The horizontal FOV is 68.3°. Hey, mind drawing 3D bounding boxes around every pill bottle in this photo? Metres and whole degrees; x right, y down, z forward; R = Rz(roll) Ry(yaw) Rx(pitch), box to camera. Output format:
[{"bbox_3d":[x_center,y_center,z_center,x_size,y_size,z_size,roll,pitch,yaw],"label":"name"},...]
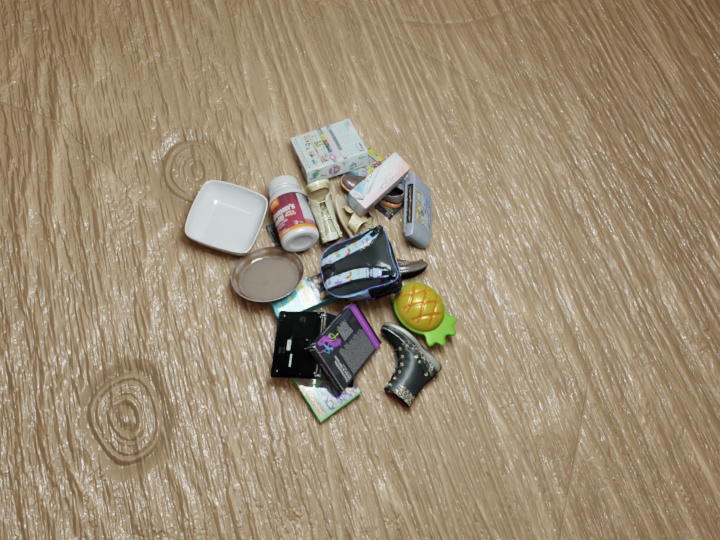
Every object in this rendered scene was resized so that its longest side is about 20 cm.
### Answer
[{"bbox_3d":[-0.195,-0.162,1.495,0.109,0.110,0.201,-14,64,-15],"label":"pill bottle"}]

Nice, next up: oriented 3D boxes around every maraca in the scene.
[{"bbox_3d":[0.180,0.121,1.480,0.137,0.107,0.200,-41,81,-14],"label":"maraca"}]

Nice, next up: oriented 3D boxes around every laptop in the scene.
[{"bbox_3d":[-0.118,0.207,1.403,0.199,0.103,0.178,0,67,11],"label":"laptop"}]

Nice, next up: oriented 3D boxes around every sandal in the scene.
[{"bbox_3d":[-0.006,-0.126,1.519,0.069,0.078,0.213,-14,101,21],"label":"sandal"}]

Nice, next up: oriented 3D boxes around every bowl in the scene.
[{"bbox_3d":[-0.375,-0.141,1.500,0.198,0.075,0.201,18,68,-3],"label":"bowl"}]

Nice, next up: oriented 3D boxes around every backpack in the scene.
[{"bbox_3d":[0.000,0.000,1.433,0.199,0.135,0.184,-20,64,7],"label":"backpack"}]

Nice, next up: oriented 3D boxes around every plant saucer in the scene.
[{"bbox_3d":[-0.252,0.016,1.453,0.199,0.032,0.201,-1,48,1],"label":"plant saucer"}]

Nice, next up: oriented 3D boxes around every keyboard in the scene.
[{"bbox_3d":[-0.184,-0.157,1.570,0.199,0.021,0.128,-24,75,-19],"label":"keyboard"}]

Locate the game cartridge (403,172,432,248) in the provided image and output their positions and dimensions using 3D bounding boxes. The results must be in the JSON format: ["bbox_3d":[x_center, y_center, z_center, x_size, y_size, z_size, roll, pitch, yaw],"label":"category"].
[{"bbox_3d":[0.173,-0.176,1.586,0.041,0.133,0.201,-8,70,34],"label":"game cartridge"}]

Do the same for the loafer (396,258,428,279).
[{"bbox_3d":[0.099,-0.012,1.534,0.199,0.073,0.071,-10,72,-14],"label":"loafer"}]

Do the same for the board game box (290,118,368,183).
[{"bbox_3d":[-0.096,-0.363,1.618,0.199,0.064,0.148,-20,62,-12],"label":"board game box"}]

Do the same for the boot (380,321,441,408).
[{"bbox_3d":[0.105,0.253,1.430,0.203,0.073,0.154,42,66,0],"label":"boot"}]

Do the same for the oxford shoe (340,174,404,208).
[{"bbox_3d":[0.038,-0.251,1.575,0.199,0.073,0.072,17,68,-3],"label":"oxford shoe"}]

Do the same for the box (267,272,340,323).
[{"bbox_3d":[-0.150,0.071,1.471,0.199,0.049,0.083,-23,75,-17],"label":"box"}]

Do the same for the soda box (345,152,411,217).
[{"bbox_3d":[0.051,-0.244,1.501,0.068,0.064,0.200,44,68,5],"label":"soda box"}]

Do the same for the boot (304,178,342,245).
[{"bbox_3d":[-0.099,-0.159,1.476,0.072,0.200,0.156,-16,80,-5],"label":"boot"}]

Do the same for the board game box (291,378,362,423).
[{"bbox_3d":[-0.107,0.281,1.409,0.134,0.029,0.201,-31,78,-19],"label":"board game box"}]

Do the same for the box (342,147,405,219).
[{"bbox_3d":[0.060,-0.271,1.647,0.200,0.038,0.137,40,69,6],"label":"box"}]

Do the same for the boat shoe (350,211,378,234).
[{"bbox_3d":[0.016,-0.129,1.570,0.071,0.065,0.201,-28,76,-19],"label":"boat shoe"}]

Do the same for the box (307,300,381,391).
[{"bbox_3d":[-0.038,0.195,1.387,0.143,0.036,0.200,58,44,-14],"label":"box"}]
